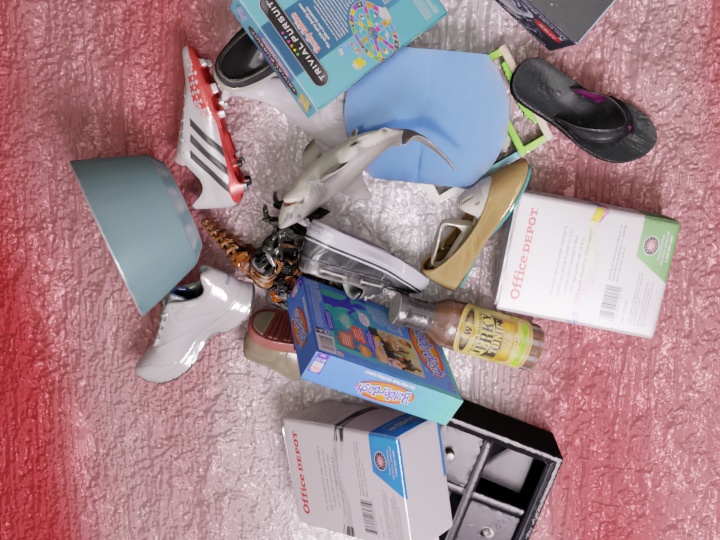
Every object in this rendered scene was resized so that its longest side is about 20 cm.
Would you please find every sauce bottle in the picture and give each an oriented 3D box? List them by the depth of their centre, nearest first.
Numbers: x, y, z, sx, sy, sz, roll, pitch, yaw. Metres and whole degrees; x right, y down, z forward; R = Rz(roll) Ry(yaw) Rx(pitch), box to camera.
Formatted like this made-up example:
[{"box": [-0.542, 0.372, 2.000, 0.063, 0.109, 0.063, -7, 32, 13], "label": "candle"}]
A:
[{"box": [0.131, 0.074, 1.164, 0.198, 0.065, 0.065, 15, 102, -16], "label": "sauce bottle"}]

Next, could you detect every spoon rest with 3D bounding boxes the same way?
[{"box": [-0.072, -0.212, 1.152, 0.197, 0.061, 0.101, 11, 103, -13], "label": "spoon rest"}]

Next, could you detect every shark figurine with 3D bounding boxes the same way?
[{"box": [0.006, -0.119, 1.109, 0.213, 0.129, 0.090, -25, 125, 20], "label": "shark figurine"}]

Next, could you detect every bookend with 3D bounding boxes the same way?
[{"box": [0.130, 0.280, 1.213, 0.198, 0.092, 0.201, 21, 102, -1], "label": "bookend"}]

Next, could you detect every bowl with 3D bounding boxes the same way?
[{"box": [-0.261, -0.059, 1.130, 0.104, 0.201, 0.203, -26, 99, -12], "label": "bowl"}]

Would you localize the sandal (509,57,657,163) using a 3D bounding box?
[{"box": [0.272, -0.188, 1.126, 0.199, 0.048, 0.076, 24, 90, -10], "label": "sandal"}]

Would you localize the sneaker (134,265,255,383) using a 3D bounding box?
[{"box": [-0.223, 0.063, 1.177, 0.200, 0.075, 0.087, -43, 122, 18], "label": "sneaker"}]

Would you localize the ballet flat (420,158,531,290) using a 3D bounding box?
[{"box": [0.134, -0.058, 1.131, 0.062, 0.069, 0.201, 21, 122, -12], "label": "ballet flat"}]

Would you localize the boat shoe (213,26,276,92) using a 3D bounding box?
[{"box": [-0.094, -0.288, 1.092, 0.200, 0.068, 0.072, -41, 82, -12], "label": "boat shoe"}]

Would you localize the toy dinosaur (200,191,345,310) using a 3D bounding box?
[{"box": [-0.102, -0.015, 1.171, 0.198, 0.103, 0.137, 15, 120, -22], "label": "toy dinosaur"}]

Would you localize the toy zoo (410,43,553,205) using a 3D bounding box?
[{"box": [0.122, -0.172, 1.161, 0.198, 0.020, 0.132, -29, 98, 8], "label": "toy zoo"}]

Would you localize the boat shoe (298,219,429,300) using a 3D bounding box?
[{"box": [0.000, 0.000, 1.141, 0.199, 0.072, 0.072, 23, 96, -38], "label": "boat shoe"}]

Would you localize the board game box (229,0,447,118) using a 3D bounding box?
[{"box": [-0.023, -0.293, 1.052, 0.199, 0.047, 0.152, -39, 98, -15], "label": "board game box"}]

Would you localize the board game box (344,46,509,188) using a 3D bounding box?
[{"box": [0.080, -0.187, 1.132, 0.197, 0.039, 0.160, 7, 106, 8], "label": "board game box"}]

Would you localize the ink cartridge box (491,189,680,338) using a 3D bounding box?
[{"box": [0.272, -0.012, 1.153, 0.197, 0.084, 0.147, 11, 101, 1], "label": "ink cartridge box"}]

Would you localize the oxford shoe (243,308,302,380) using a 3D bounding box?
[{"box": [-0.057, 0.112, 1.214, 0.198, 0.071, 0.075, 21, 132, -6], "label": "oxford shoe"}]

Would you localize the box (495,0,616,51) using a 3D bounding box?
[{"box": [0.188, -0.351, 1.041, 0.200, 0.182, 0.104, 41, 101, -5], "label": "box"}]

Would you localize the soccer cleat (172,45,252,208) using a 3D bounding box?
[{"box": [-0.199, -0.173, 1.154, 0.084, 0.069, 0.202, -15, 104, 4], "label": "soccer cleat"}]

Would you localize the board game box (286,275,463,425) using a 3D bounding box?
[{"box": [0.014, 0.094, 1.120, 0.198, 0.153, 0.045, 21, 117, -23], "label": "board game box"}]

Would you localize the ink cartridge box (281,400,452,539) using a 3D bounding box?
[{"box": [0.006, 0.250, 1.167, 0.198, 0.084, 0.148, 2, 105, 44], "label": "ink cartridge box"}]
